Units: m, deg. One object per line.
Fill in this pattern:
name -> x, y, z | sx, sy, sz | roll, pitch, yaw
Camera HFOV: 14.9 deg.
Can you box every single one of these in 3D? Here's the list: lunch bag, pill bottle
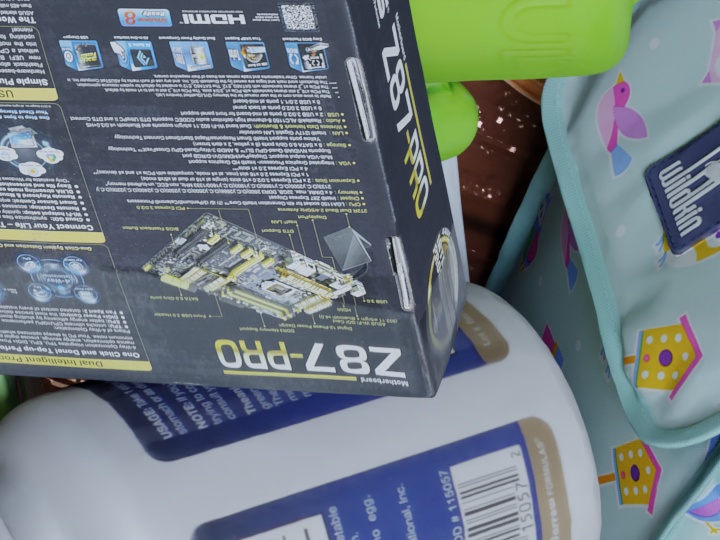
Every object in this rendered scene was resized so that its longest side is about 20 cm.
lunch bag -> 0.119, 0.011, 0.835 | 0.122, 0.170, 0.200 | 2, 138, -17
pill bottle -> -0.041, 0.078, 0.785 | 0.200, 0.111, 0.111 | -16, 128, -29

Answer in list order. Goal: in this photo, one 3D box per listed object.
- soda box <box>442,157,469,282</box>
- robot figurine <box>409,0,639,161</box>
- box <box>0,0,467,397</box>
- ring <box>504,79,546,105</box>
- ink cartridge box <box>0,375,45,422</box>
soda box -> 0.000, 0.000, 0.889 | 0.064, 0.068, 0.200 | -11, 124, -4
robot figurine -> 0.007, -0.108, 0.747 | 0.200, 0.116, 0.176 | -2, 105, 4
box -> -0.082, -0.039, 0.717 | 0.200, 0.049, 0.161 | 2, 133, 17
ring -> 0.114, -0.131, 0.857 | 0.200, 0.019, 0.201 | -5, 123, -7
ink cartridge box -> -0.129, 0.085, 0.889 | 0.067, 0.117, 0.200 | -11, 124, -3
